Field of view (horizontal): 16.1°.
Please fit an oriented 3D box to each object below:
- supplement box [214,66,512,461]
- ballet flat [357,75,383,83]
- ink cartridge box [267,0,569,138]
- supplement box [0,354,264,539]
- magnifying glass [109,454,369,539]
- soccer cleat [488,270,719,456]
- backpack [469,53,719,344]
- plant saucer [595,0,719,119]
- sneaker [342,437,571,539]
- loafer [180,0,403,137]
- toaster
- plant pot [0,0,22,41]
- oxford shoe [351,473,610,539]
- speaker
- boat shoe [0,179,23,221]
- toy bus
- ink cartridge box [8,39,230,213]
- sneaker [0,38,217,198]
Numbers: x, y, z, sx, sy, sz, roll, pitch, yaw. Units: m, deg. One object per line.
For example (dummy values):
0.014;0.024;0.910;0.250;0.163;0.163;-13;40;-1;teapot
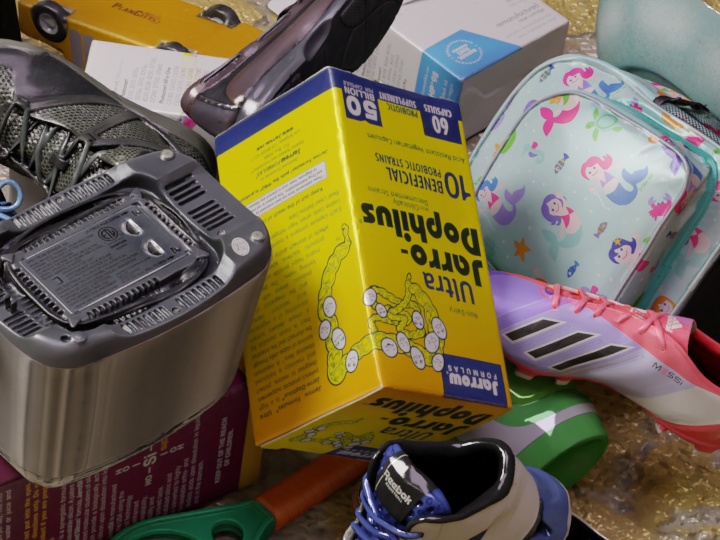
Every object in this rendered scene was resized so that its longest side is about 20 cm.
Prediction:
0.000;0.000;1.491;0.109;0.109;0.200;11;61;-42;supplement box
0.001;-0.085;1.719;0.069;0.071;0.200;-5;45;-13;ballet flat
0.038;-0.187;1.860;0.116;0.067;0.200;-31;56;-34;ink cartridge box
-0.170;0.086;1.512;0.200;0.103;0.131;-22;53;-28;supplement box
-0.074;0.156;1.517;0.200;0.022;0.080;-31;56;-32;magnifying glass
0.154;0.041;1.524;0.200;0.076;0.067;28;38;-10;soccer cleat
0.158;-0.041;1.643;0.151;0.178;0.200;16;22;-48;backpack
0.221;-0.106;1.721;0.039;0.201;0.201;-41;61;-20;plant saucer
0.016;0.152;1.421;0.199;0.115;0.081;-36;52;-2;sneaker
-0.040;-0.147;1.614;0.063;0.072;0.200;24;47;19;loafer
-0.145;0.033;1.404;0.200;0.129;0.114;-30;58;-34;toaster
-0.357;-0.161;1.690;0.200;0.200;0.177;31;59;22;plant pot
0.089;0.155;1.503;0.200;0.074;0.071;24;45;15;oxford shoe
0.066;0.050;1.582;0.088;0.088;0.200;-23;64;-30;speaker
-0.256;-0.027;1.596;0.084;0.069;0.200;-17;27;-34;boat shoe
-0.140;-0.146;1.755;0.200;0.078;0.065;20;44;27;toy bus
-0.125;-0.081;1.662;0.200;0.115;0.068;8;44;-1;ink cartridge box
-0.182;-0.074;1.548;0.199;0.076;0.114;26;20;-11;sneaker
